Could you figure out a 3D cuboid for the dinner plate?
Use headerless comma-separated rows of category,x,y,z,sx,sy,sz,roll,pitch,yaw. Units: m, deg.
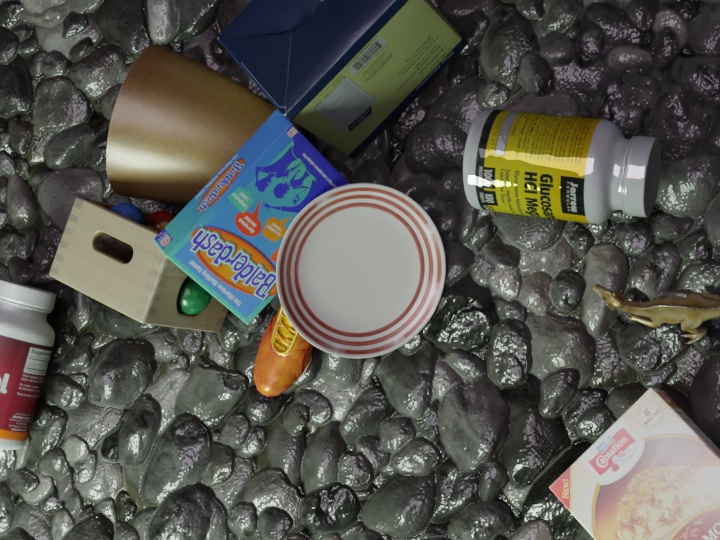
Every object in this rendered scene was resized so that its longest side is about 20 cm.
dinner plate,0.000,0.000,1.532,0.198,0.024,0.202,-2,99,-12

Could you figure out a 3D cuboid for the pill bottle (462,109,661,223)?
pill bottle,0.220,-0.112,1.462,0.198,0.112,0.114,8,85,23

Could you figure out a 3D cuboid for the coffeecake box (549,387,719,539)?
coffeecake box,0.321,0.246,1.386,0.154,0.073,0.200,-46,68,10

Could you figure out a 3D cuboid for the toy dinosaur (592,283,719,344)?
toy dinosaur,0.344,0.042,1.393,0.198,0.101,0.059,-2,81,22

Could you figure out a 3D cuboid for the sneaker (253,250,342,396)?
sneaker,-0.077,0.053,1.575,0.073,0.077,0.201,27,93,24

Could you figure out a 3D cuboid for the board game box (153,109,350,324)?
board game box,-0.111,-0.057,1.508,0.200,0.152,0.045,-47,42,1

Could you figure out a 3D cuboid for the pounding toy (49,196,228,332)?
pounding toy,-0.220,-0.016,1.600,0.199,0.184,0.143,23,95,29

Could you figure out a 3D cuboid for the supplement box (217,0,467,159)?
supplement box,-0.016,-0.262,1.532,0.200,0.200,0.134,-44,68,10

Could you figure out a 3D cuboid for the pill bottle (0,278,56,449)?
pill bottle,-0.453,0.116,1.696,0.112,0.113,0.202,14,87,23

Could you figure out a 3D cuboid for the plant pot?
plant pot,-0.174,-0.156,1.607,0.198,0.186,0.188,15,87,9
